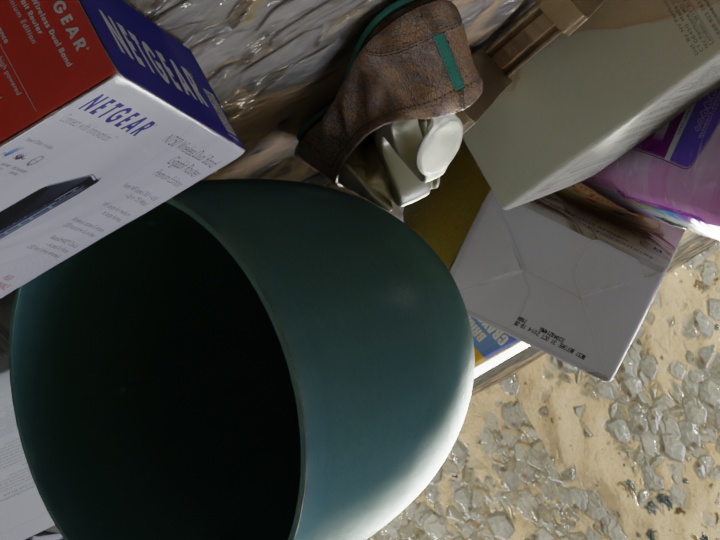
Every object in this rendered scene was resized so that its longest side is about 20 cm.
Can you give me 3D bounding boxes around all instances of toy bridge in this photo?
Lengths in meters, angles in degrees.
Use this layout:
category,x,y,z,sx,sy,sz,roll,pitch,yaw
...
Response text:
category,x,y,z,sx,sy,sz,roll,pitch,yaw
toy bridge,0.057,-0.094,1.153,0.200,0.027,0.067,-41,-176,34

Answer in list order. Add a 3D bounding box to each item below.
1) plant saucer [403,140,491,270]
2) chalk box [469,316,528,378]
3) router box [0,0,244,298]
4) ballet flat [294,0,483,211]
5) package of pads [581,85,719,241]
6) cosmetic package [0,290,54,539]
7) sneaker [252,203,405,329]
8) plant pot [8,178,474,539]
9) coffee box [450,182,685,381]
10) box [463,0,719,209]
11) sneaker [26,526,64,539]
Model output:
category,x,y,z,sx,sy,sz,roll,pitch,yaw
plant saucer,0.042,-0.005,1.417,0.201,0.048,0.200,-60,173,-5
chalk box,0.045,0.025,1.578,0.199,0.125,0.124,-30,173,-7
router box,-0.146,-0.029,0.781,0.179,0.049,0.200,-30,172,6
ballet flat,0.014,-0.067,1.063,0.068,0.068,0.200,-29,173,-14
package of pads,0.206,-0.081,1.247,0.121,0.075,0.200,-62,-155,-1
cosmetic package,-0.149,0.065,1.188,0.199,0.052,0.151,-23,143,-40
sneaker,0.000,0.000,1.237,0.200,0.080,0.074,-56,165,-63
plant pot,-0.042,0.047,1.050,0.160,0.202,0.200,-15,165,-45
coffee box,0.130,-0.010,1.360,0.080,0.114,0.200,-65,174,15
box,0.145,-0.118,1.177,0.095,0.078,0.200,-22,170,-47
sneaker,-0.137,0.097,1.336,0.200,0.074,0.079,-32,166,-26
